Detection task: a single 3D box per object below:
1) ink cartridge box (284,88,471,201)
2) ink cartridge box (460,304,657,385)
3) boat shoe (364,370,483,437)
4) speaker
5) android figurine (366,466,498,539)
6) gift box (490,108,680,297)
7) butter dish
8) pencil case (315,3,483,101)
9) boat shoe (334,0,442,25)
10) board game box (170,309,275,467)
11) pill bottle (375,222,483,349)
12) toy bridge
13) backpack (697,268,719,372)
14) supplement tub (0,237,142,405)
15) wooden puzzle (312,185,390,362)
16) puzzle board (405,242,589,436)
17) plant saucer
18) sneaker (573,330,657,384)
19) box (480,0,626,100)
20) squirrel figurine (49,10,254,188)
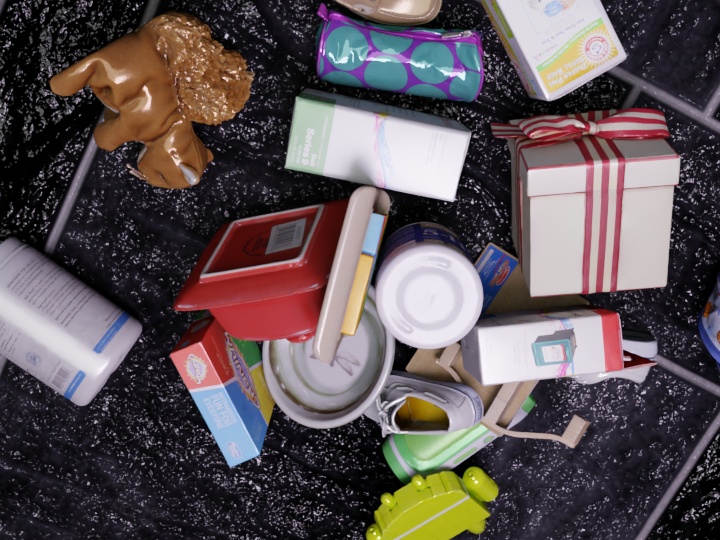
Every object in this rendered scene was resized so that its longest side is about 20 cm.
[{"bbox_3d":[0.020,-0.151,1.017,0.199,0.145,0.088,10,105,-2],"label":"ink cartridge box"},{"bbox_3d":[0.223,0.081,0.991,0.199,0.116,0.068,-6,94,-4],"label":"ink cartridge box"},{"bbox_3d":[0.051,0.176,1.077,0.202,0.086,0.075,3,104,46],"label":"boat shoe"},{"bbox_3d":[0.128,0.202,1.133,0.200,0.088,0.089,-37,101,9],"label":"speaker"},{"bbox_3d":[0.093,0.320,1.135,0.182,0.041,0.200,-34,138,10],"label":"android figurine"},{"bbox_3d":[0.255,-0.098,1.013,0.184,0.200,0.187,-7,119,-1],"label":"gift box"},{"bbox_3d":[-0.091,0.022,1.038,0.199,0.200,0.148,-10,120,18],"label":"butter dish"},{"bbox_3d":[0.046,-0.256,1.018,0.199,0.085,0.093,6,139,-1],"label":"pencil case"},{"bbox_3d":[0.000,-0.337,1.012,0.199,0.065,0.072,15,104,-3],"label":"boat shoe"},{"bbox_3d":[-0.161,0.128,1.062,0.040,0.200,0.153,-23,103,7],"label":"board game box"},{"bbox_3d":[0.077,0.007,1.027,0.119,0.200,0.120,0,104,1],"label":"pill bottle"},{"bbox_3d":[0.173,0.159,1.047,0.200,0.027,0.067,30,90,25],"label":"toy bridge"},{"bbox_3d":[0.516,0.076,1.056,0.190,0.200,0.154,21,117,-1],"label":"backpack"},{"bbox_3d":[-0.392,0.065,1.086,0.200,0.132,0.132,37,102,-7],"label":"supplement tub"},{"bbox_3d":[0.000,0.000,0.953,0.037,0.200,0.186,15,95,7],"label":"wooden puzzle"},{"bbox_3d":[0.171,0.085,1.090,0.151,0.017,0.200,34,90,25],"label":"puzzle board"},{"bbox_3d":[-0.034,0.101,1.099,0.200,0.050,0.201,-8,75,31],"label":"plant saucer"},{"bbox_3d":[0.284,0.111,1.115,0.199,0.073,0.071,7,102,-1],"label":"sneaker"},{"bbox_3d":[0.206,-0.307,0.991,0.101,0.113,0.200,-29,101,6],"label":"box"},{"bbox_3d":[-0.223,-0.195,1.018,0.200,0.142,0.187,-27,109,10],"label":"squirrel figurine"}]
